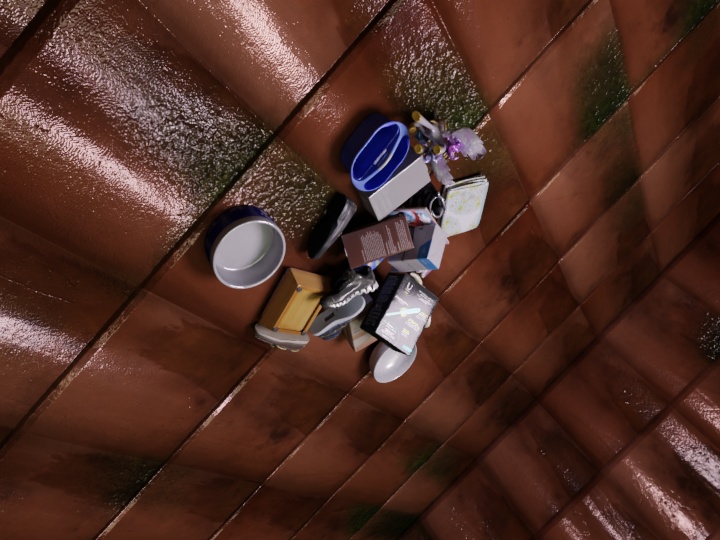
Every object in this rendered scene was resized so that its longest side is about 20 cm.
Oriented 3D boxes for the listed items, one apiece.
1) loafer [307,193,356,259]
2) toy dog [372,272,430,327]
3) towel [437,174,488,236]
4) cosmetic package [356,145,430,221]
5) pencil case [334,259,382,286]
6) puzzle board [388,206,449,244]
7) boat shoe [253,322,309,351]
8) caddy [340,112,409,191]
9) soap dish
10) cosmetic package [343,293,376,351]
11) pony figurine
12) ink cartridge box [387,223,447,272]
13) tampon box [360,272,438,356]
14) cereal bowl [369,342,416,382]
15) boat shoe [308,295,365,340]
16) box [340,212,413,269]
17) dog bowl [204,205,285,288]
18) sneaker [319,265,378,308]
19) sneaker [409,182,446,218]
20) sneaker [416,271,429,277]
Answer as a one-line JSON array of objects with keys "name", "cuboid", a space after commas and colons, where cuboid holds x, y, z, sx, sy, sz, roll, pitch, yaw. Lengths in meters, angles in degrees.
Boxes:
[{"name": "loafer", "cuboid": [-0.076, -0.113, 1.512, 0.071, 0.073, 0.202, 18, 113, -50]}, {"name": "toy dog", "cuboid": [0.136, 0.113, 1.821, 0.195, 0.139, 0.200, -3, 113, -36]}, {"name": "towel", "cuboid": [0.330, -0.208, 1.770, 0.166, 0.048, 0.205, -15, 132, -24]}, {"name": "cosmetic package", "cuboid": [0.093, -0.248, 1.520, 0.198, 0.090, 0.108, -39, 139, -8]}, {"name": "pencil case", "cuboid": [0.000, 0.000, 1.656, 0.077, 0.087, 0.202, 36, 101, -7]}, {"name": "puzzle board", "cuboid": [0.171, -0.130, 1.646, 0.200, 0.147, 0.018, 45, 55, -48]}, {"name": "boat shoe", "cuboid": [-0.248, 0.208, 1.648, 0.196, 0.073, 0.060, 16, 122, -43]}, {"name": "caddy", "cuboid": [0.042, -0.306, 1.411, 0.201, 0.105, 0.140, -50, 139, 9]}, {"name": "soap dish", "cuboid": [-0.189, 0.099, 1.593, 0.155, 0.082, 0.203, 15, 115, -44]}, {"name": "cosmetic package", "cuboid": [-0.008, 0.159, 1.780, 0.101, 0.088, 0.204, -26, 136, -15]}, {"name": "pony figurine", "cuboid": [0.214, -0.339, 1.432, 0.165, 0.196, 0.198, -36, 173, 34]}, {"name": "ink cartridge box", "cuboid": [0.156, -0.064, 1.632, 0.066, 0.196, 0.119, 35, 63, -37]}, {"name": "tampon box", "cuboid": [0.120, 0.132, 1.674, 0.148, 0.126, 0.204, 34, 78, -20]}, {"name": "cereal bowl", "cuboid": [0.111, 0.314, 2.008, 0.195, 0.084, 0.204, -21, 135, -22]}, {"name": "boat shoe", "cuboid": [-0.061, 0.143, 1.653, 0.197, 0.072, 0.091, -30, 151, 12]}, {"name": "box", "cuboid": [0.047, -0.087, 1.556, 0.194, 0.075, 0.103, -17, 103, 0]}, {"name": "dog bowl", "cuboid": [-0.294, -0.059, 1.378, 0.195, 0.079, 0.204, -22, 135, -23]}, {"name": "sneaker", "cuboid": [-0.039, 0.041, 1.572, 0.195, 0.066, 0.093, -22, 116, -24]}, {"name": "sneaker", "cuboid": [0.200, -0.174, 1.641, 0.074, 0.114, 0.205, -18, 133, -25]}, {"name": "sneaker", "cuboid": [0.200, -0.038, 1.791, 0.081, 0.089, 0.200, -46, 161, 5]}]
